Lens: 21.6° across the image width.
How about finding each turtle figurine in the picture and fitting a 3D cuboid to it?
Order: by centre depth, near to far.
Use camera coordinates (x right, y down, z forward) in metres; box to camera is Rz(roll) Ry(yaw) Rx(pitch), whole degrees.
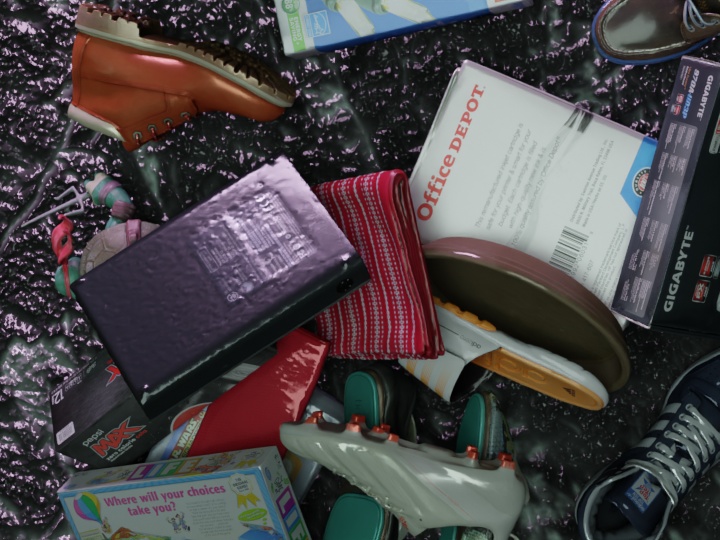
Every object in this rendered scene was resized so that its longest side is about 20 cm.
[{"bbox_3d":[-0.176,-0.006,1.546,0.198,0.101,0.151,-11,103,2],"label":"turtle figurine"}]

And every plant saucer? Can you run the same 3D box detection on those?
[{"bbox_3d":[0.120,0.032,1.453,0.199,0.200,0.030,25,69,8],"label":"plant saucer"}]

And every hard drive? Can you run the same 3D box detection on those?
[{"bbox_3d":[-0.110,0.009,1.450,0.199,0.033,0.140,-32,54,-6],"label":"hard drive"}]

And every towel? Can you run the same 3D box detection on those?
[{"bbox_3d":[0.000,0.000,1.472,0.022,0.200,0.146,-13,93,-26],"label":"towel"}]

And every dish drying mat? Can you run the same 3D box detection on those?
[{"bbox_3d":[-0.093,0.133,1.545,0.076,0.018,0.201,26,100,11],"label":"dish drying mat"}]

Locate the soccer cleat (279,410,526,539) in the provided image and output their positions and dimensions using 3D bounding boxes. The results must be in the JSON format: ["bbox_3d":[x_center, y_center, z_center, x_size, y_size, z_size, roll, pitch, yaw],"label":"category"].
[{"bbox_3d":[0.029,0.163,1.464,0.198,0.069,0.078,14,94,4],"label":"soccer cleat"}]

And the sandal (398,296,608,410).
[{"bbox_3d":[0.090,0.076,1.469,0.205,0.079,0.060,22,70,17],"label":"sandal"}]

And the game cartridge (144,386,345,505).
[{"bbox_3d":[-0.110,0.169,1.577,0.133,0.042,0.201,30,100,3],"label":"game cartridge"}]

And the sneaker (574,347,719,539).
[{"bbox_3d":[0.242,0.145,1.468,0.070,0.108,0.200,43,101,4],"label":"sneaker"}]

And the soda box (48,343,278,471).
[{"bbox_3d":[-0.162,0.083,1.530,0.200,0.071,0.064,-37,46,26],"label":"soda box"}]

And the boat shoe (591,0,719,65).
[{"bbox_3d":[0.270,-0.215,1.451,0.199,0.072,0.073,-22,90,12],"label":"boat shoe"}]

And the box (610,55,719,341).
[{"bbox_3d":[0.281,-0.049,1.426,0.046,0.158,0.202,24,101,50],"label":"box"}]

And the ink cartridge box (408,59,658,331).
[{"bbox_3d":[0.145,-0.058,1.480,0.199,0.084,0.147,25,95,9],"label":"ink cartridge box"}]

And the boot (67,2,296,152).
[{"bbox_3d":[-0.149,-0.141,1.545,0.199,0.075,0.108,19,101,18],"label":"boot"}]

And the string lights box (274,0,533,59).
[{"bbox_3d":[0.030,-0.240,1.503,0.198,0.059,0.104,-12,91,12],"label":"string lights box"}]

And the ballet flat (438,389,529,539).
[{"bbox_3d":[0.101,0.197,1.530,0.074,0.074,0.202,15,99,9],"label":"ballet flat"}]

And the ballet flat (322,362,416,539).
[{"bbox_3d":[0.016,0.177,1.533,0.068,0.068,0.202,13,95,47],"label":"ballet flat"}]

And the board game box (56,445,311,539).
[{"bbox_3d":[-0.136,0.219,1.530,0.199,0.034,0.135,-9,111,28],"label":"board game box"}]
